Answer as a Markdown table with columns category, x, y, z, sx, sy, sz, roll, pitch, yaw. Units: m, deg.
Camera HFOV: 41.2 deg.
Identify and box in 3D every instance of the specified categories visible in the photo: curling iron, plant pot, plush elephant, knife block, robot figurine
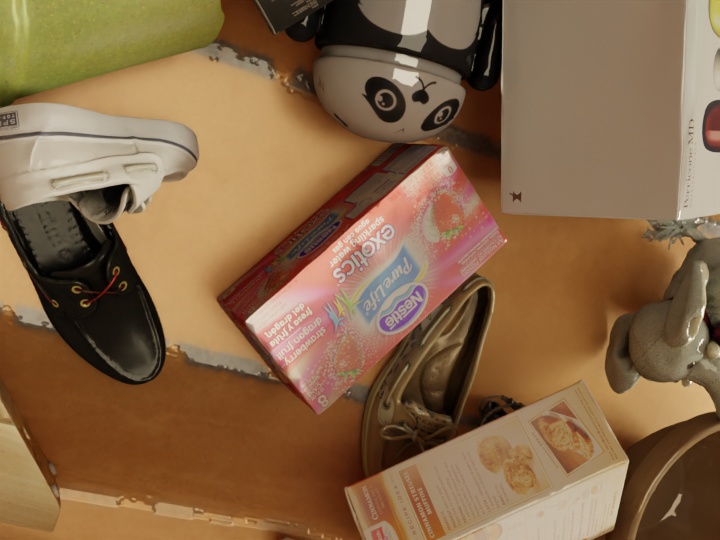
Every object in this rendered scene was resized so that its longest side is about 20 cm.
| category | x | y | z | sx | sy | sz | roll | pitch | yaw |
| --- | --- | --- | --- | --- | --- | --- | --- | --- | --- |
| curling iron | 0.154 | 0.200 | 0.865 | 0.049 | 0.026 | 0.203 | -26 | 106 | -12 |
| plant pot | 0.291 | 0.216 | 0.877 | 0.197 | 0.092 | 0.205 | -7 | 107 | -24 |
| plush elephant | 0.302 | 0.051 | 0.834 | 0.199 | 0.165 | 0.155 | 37 | 69 | 7 |
| knife block | -0.324 | 0.123 | 0.655 | 0.173 | 0.064 | 0.203 | -28 | 107 | -14 |
| plant pot | -0.188 | -0.200 | 0.607 | 0.181 | 0.199 | 0.205 | -14 | 102 | -29 |
| robot figurine | 0.032 | -0.197 | 0.710 | 0.147 | 0.125 | 0.204 | 12 | 94 | 18 |

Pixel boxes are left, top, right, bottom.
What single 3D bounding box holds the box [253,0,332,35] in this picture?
| category | x | y | z | sx | sy | sz | roll | pitch | yaw |
| --- | --- | --- | --- | --- | --- | --- | --- | --- | --- |
| box | -0.009 | -0.274 | 0.647 | 0.198 | 0.162 | 0.044 | -30 | 150 | 4 |

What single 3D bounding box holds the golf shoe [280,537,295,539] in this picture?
| category | x | y | z | sx | sy | sz | roll | pitch | yaw |
| --- | --- | --- | --- | --- | --- | --- | --- | --- | --- |
| golf shoe | -0.089 | 0.312 | 0.775 | 0.088 | 0.077 | 0.200 | 42 | 79 | 0 |

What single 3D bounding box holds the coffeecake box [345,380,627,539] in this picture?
| category | x | y | z | sx | sy | sz | roll | pitch | yaw |
| --- | --- | --- | --- | --- | --- | --- | --- | --- | --- |
| coffeecake box | 0.100 | 0.188 | 0.754 | 0.197 | 0.074 | 0.154 | -23 | 146 | -5 |

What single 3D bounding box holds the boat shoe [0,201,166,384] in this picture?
| category | x | y | z | sx | sy | sz | roll | pitch | yaw |
| --- | --- | --- | --- | --- | --- | --- | --- | --- | --- |
| boat shoe | -0.201 | 0.000 | 0.686 | 0.073 | 0.063 | 0.204 | -32 | 108 | -16 |

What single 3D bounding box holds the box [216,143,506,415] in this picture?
| category | x | y | z | sx | sy | sz | roll | pitch | yaw |
| --- | --- | --- | --- | --- | --- | --- | --- | --- | --- |
| box | 0.000 | 0.000 | 0.739 | 0.199 | 0.102 | 0.095 | -42 | 109 | -11 |

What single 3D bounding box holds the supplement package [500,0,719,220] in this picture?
| category | x | y | z | sx | sy | sz | roll | pitch | yaw |
| --- | --- | --- | --- | --- | --- | --- | --- | --- | --- |
| supplement package | 0.221 | -0.142 | 0.740 | 0.198 | 0.145 | 0.196 | -10 | 102 | -48 |

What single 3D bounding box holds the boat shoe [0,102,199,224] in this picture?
| category | x | y | z | sx | sy | sz | roll | pitch | yaw |
| --- | --- | --- | --- | --- | --- | --- | --- | --- | --- |
| boat shoe | -0.166 | -0.064 | 0.630 | 0.071 | 0.200 | 0.067 | -11 | 88 | 16 |

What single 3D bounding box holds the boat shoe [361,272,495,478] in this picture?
| category | x | y | z | sx | sy | sz | roll | pitch | yaw |
| --- | --- | --- | --- | --- | --- | --- | --- | --- | --- |
| boat shoe | 0.056 | 0.095 | 0.794 | 0.072 | 0.063 | 0.204 | 16 | 92 | -22 |
